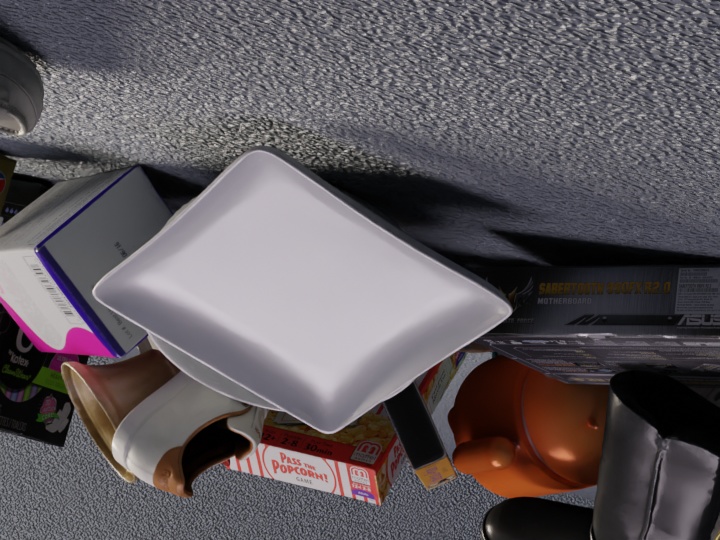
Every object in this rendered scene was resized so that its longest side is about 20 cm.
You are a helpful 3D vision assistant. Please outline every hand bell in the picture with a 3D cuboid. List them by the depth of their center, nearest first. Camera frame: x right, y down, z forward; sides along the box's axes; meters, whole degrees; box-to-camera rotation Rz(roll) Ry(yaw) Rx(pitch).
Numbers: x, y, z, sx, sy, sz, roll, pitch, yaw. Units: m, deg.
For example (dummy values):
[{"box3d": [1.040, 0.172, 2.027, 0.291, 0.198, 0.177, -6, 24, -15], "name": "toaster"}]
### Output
[{"box3d": [-0.117, 0.065, 1.424, 0.104, 0.199, 0.104, 48, 158, 27], "name": "hand bell"}]

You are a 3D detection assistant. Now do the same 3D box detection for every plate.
[{"box3d": [-0.038, 0.010, 1.168, 0.200, 0.032, 0.199, 31, 137, -22], "name": "plate"}]

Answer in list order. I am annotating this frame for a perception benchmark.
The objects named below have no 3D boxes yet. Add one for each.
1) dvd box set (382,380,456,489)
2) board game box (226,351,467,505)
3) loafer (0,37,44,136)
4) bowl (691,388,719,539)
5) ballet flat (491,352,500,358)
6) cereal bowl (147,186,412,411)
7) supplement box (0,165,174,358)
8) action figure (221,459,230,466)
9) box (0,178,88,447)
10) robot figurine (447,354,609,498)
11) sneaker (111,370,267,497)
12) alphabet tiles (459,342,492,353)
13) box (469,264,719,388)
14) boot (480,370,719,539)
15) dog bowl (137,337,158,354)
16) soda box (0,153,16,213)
[{"box3d": [0.028, 0.089, 1.408, 0.029, 0.147, 0.200, -24, 169, 0], "name": "dvd box set"}, {"box3d": [-0.012, 0.108, 1.644, 0.151, 0.200, 0.046, 10, 133, 23], "name": "board game box"}, {"box3d": [-0.228, -0.103, 1.010, 0.070, 0.070, 0.200, 12, 171, 16], "name": "loafer"}, {"box3d": [0.280, 0.125, 1.379, 0.094, 0.201, 0.201, 39, -179, 22], "name": "bowl"}, {"box3d": [0.159, 0.093, 1.736, 0.062, 0.068, 0.200, -15, 172, 5], "name": "ballet flat"}, {"box3d": [-0.045, 0.006, 1.253, 0.199, 0.084, 0.201, 7, 141, 5], "name": "cereal bowl"}, {"box3d": [-0.206, -0.004, 1.398, 0.101, 0.103, 0.200, 55, 157, -16], "name": "supplement box"}, {"box3d": [-0.060, 0.076, 1.467, 0.052, 0.200, 0.065, 49, 152, -15], "name": "action figure"}, {"box3d": [-0.307, 0.030, 1.568, 0.124, 0.201, 0.148, 11, 171, 24], "name": "box"}, {"box3d": [0.148, 0.111, 1.419, 0.143, 0.117, 0.200, 17, 161, -25], "name": "robot figurine"}, {"box3d": [-0.082, 0.088, 1.351, 0.084, 0.200, 0.073, 31, 157, 31], "name": "sneaker"}, {"box3d": [0.130, 0.040, 1.402, 0.199, 0.015, 0.195, -8, 163, 41], "name": "alphabet tiles"}, {"box3d": [0.190, 0.039, 1.224, 0.199, 0.049, 0.158, 0, 165, 35], "name": "box"}, {"box3d": [0.169, 0.148, 1.287, 0.164, 0.066, 0.201, 18, 140, 14], "name": "boot"}, {"box3d": [-0.140, 0.053, 1.556, 0.058, 0.201, 0.200, -27, -175, -18], "name": "dog bowl"}, {"box3d": [-0.366, -0.072, 1.456, 0.199, 0.068, 0.064, 8, 169, 37], "name": "soda box"}]
